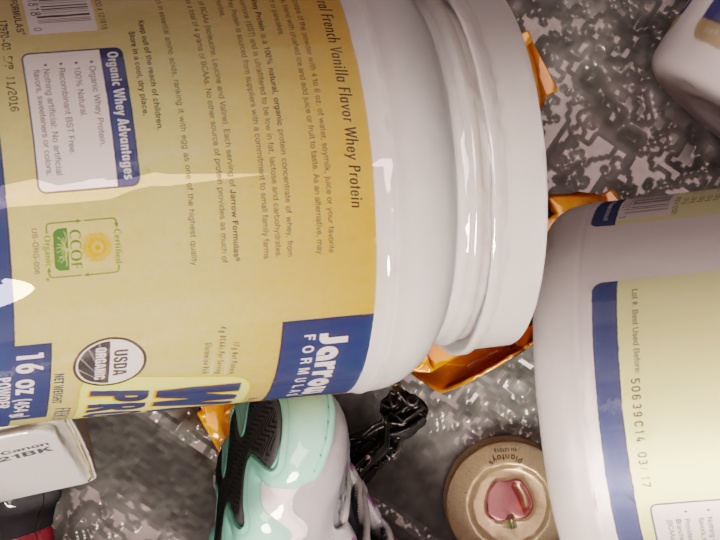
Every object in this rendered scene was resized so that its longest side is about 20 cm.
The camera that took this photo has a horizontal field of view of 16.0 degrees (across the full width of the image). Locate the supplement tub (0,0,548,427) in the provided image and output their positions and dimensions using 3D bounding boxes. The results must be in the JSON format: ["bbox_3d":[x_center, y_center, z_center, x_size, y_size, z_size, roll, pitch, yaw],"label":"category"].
[{"bbox_3d":[-0.052,-0.027,0.829,0.200,0.144,0.145,-5,89,-13],"label":"supplement tub"}]

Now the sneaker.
[{"bbox_3d":[0.012,0.112,0.937,0.140,0.200,0.078,7,51,-8],"label":"sneaker"}]

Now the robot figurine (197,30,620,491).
[{"bbox_3d":[0.000,0.000,0.983,0.200,0.058,0.145,-29,89,-2],"label":"robot figurine"}]

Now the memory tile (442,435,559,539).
[{"bbox_3d":[0.140,0.128,1.004,0.200,0.017,0.154,-10,90,-1],"label":"memory tile"}]

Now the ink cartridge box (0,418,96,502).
[{"bbox_3d":[-0.186,-0.009,0.936,0.144,0.084,0.200,-12,68,-1],"label":"ink cartridge box"}]

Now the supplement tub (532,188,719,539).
[{"bbox_3d":[0.170,0.039,0.890,0.200,0.145,0.145,-6,89,15],"label":"supplement tub"}]

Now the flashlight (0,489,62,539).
[{"bbox_3d":[-0.114,0.146,0.974,0.068,0.068,0.200,-17,90,-2],"label":"flashlight"}]

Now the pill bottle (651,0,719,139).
[{"bbox_3d":[0.208,-0.126,0.961,0.111,0.111,0.200,35,89,0],"label":"pill bottle"}]
